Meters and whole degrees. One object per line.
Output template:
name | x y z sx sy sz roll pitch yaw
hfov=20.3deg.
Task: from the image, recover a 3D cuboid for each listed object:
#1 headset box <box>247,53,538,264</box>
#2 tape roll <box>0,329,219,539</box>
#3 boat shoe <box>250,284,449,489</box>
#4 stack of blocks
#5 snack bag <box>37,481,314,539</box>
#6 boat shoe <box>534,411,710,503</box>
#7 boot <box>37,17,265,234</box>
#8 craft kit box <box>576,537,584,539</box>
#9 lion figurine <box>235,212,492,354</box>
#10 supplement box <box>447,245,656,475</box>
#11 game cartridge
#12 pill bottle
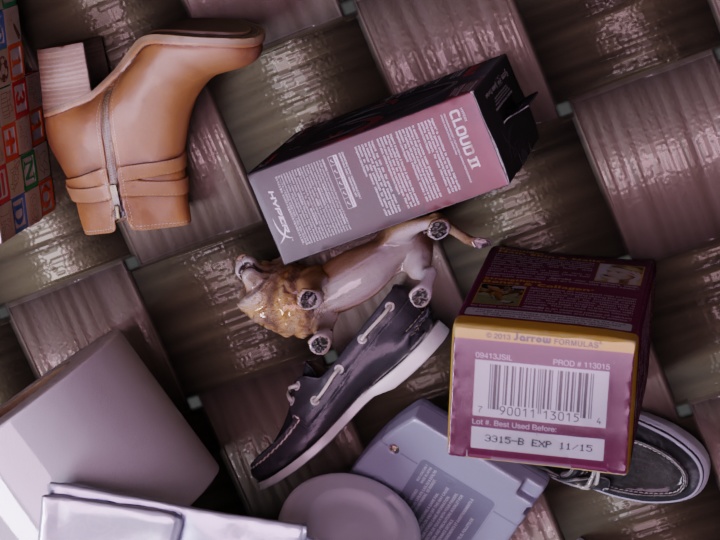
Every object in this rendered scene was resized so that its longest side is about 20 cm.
headset box | 0.037 -0.087 1.465 0.200 0.149 0.075 -19 101 19
tape roll | -0.230 0.158 1.572 0.203 0.203 0.139 -33 97 20
boat shoe | -0.021 0.092 1.571 0.200 0.074 0.060 -42 93 18
stack of blocks | -0.294 -0.130 1.547 0.058 0.115 0.200 -1 105 13
snack bag | -0.145 0.260 1.475 0.200 0.021 0.189 9 104 0
boat shoe | 0.168 0.140 1.542 0.200 0.071 0.072 15 109 9
boot | -0.151 -0.108 1.539 0.200 0.077 0.156 -8 102 18
craft kit box | 0.102 0.316 1.543 0.049 0.198 0.200 46 110 0
lion figurine | 0.000 0.000 1.534 0.200 0.123 0.073 -20 107 2
supplement box | 0.141 0.061 1.456 0.131 0.200 0.103 5 108 12
game cartridge | 0.050 0.189 1.572 0.133 0.040 0.200 29 132 0
pill bottle | -0.027 0.262 1.568 0.111 0.111 0.200 21 130 6
